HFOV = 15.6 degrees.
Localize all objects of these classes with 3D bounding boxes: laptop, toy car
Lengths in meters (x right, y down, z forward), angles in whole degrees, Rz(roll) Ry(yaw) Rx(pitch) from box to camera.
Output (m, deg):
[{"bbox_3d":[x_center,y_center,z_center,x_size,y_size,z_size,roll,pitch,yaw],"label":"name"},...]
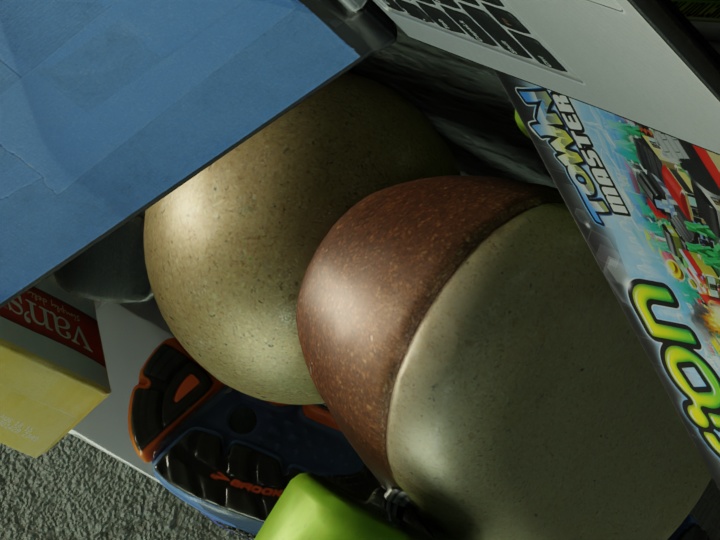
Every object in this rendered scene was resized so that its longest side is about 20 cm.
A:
[{"bbox_3d":[-0.056,-0.050,0.504,0.200,0.116,0.187,27,170,48],"label":"laptop"},{"bbox_3d":[0.000,0.000,0.740,0.199,0.165,0.158,31,179,33],"label":"toy car"}]

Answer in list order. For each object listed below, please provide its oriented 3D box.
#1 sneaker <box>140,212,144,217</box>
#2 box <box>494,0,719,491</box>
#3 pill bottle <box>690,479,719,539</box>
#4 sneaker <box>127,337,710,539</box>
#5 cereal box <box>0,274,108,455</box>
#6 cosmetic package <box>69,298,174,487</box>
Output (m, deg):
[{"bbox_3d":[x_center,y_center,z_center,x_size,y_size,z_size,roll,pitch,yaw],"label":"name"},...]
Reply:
[{"bbox_3d":[-0.060,-0.046,1.003,0.199,0.071,0.080,18,172,-37],"label":"sneaker"},{"bbox_3d":[0.107,0.020,0.575,0.110,0.035,0.201,13,138,60],"label":"box"},{"bbox_3d":[0.177,0.114,0.956,0.109,0.110,0.200,25,-163,-23],"label":"pill bottle"},{"bbox_3d":[0.026,0.075,0.811,0.199,0.076,0.078,27,167,8],"label":"sneaker"},{"bbox_3d":[-0.155,-0.050,0.819,0.143,0.039,0.201,29,-147,-38],"label":"cereal box"},{"bbox_3d":[-0.079,0.029,0.943,0.082,0.051,0.200,29,-177,-15],"label":"cosmetic package"}]
